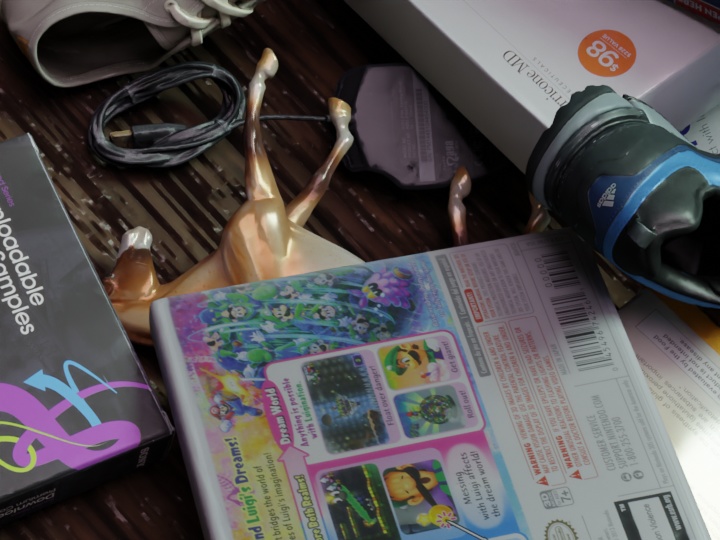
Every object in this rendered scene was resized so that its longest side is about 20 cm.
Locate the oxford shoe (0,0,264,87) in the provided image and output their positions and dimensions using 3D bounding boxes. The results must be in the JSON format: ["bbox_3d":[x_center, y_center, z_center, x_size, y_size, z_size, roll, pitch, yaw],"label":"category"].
[{"bbox_3d":[-0.060,-0.127,0.979,0.199,0.075,0.058,-21,58,16],"label":"oxford shoe"}]

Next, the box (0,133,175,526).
[{"bbox_3d":[-0.190,0.043,0.906,0.199,0.036,0.144,-21,70,-19],"label":"box"}]

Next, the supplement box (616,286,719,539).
[{"bbox_3d":[0.093,0.113,0.935,0.200,0.074,0.126,-37,73,-29],"label":"supplement box"}]

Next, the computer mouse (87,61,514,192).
[{"bbox_3d":[-0.020,-0.062,1.027,0.198,0.034,0.059,0,82,-11],"label":"computer mouse"}]

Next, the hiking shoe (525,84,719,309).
[{"bbox_3d":[0.155,-0.009,0.953,0.199,0.075,0.087,10,32,-37],"label":"hiking shoe"}]

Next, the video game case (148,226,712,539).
[{"bbox_3d":[0.028,0.077,0.885,0.181,0.024,0.201,-10,53,-12],"label":"video game case"}]

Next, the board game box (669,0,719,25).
[{"bbox_3d":[0.161,-0.209,0.995,0.199,0.062,0.200,29,63,23],"label":"board game box"}]

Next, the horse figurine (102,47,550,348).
[{"bbox_3d":[0.000,0.000,0.980,0.199,0.050,0.133,25,72,-10],"label":"horse figurine"}]

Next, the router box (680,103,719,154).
[{"bbox_3d":[0.200,-0.135,1.058,0.179,0.049,0.201,-25,66,15],"label":"router box"}]

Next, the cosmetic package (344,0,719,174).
[{"bbox_3d":[0.081,-0.139,1.024,0.150,0.052,0.200,-36,61,-16],"label":"cosmetic package"}]
